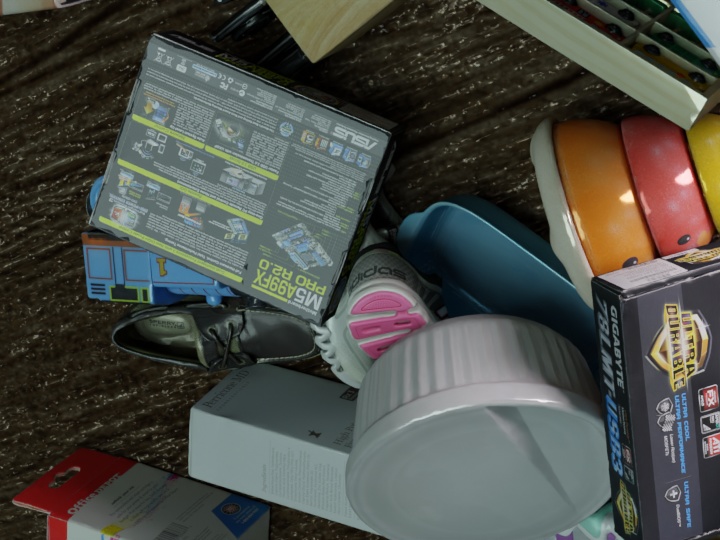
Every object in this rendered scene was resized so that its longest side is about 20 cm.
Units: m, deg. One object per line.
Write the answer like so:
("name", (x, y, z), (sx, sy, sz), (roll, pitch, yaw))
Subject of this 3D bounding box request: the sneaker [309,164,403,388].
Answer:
("sneaker", (0.000, 0.000, 1.405), (0.081, 0.075, 0.200), (-3, 110, 18))

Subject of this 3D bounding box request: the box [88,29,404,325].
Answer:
("box", (-0.087, -0.071, 1.340), (0.200, 0.044, 0.160), (23, 107, 9))

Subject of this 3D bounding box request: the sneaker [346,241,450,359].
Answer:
("sneaker", (0.047, 0.049, 1.359), (0.074, 0.088, 0.200), (-22, 136, 18))

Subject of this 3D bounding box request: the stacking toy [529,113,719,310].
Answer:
("stacking toy", (0.230, -0.064, 1.239), (0.200, 0.146, 0.146), (-18, 101, 16))

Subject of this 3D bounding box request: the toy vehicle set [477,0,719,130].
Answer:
("toy vehicle set", (0.163, -0.174, 1.214), (0.200, 0.124, 0.027), (33, 121, 11))

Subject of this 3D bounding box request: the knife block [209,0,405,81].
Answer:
("knife block", (-0.014, -0.195, 1.334), (0.200, 0.064, 0.176), (15, 117, 21))

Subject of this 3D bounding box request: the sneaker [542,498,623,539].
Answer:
("sneaker", (0.166, 0.228, 1.410), (0.200, 0.078, 0.140), (10, 116, 34))

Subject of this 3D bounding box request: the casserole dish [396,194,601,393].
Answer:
("casserole dish", (0.118, 0.017, 1.351), (0.200, 0.039, 0.121), (38, 140, 11))

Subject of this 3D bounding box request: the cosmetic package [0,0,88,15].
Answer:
("cosmetic package", (-0.305, -0.251, 1.439), (0.200, 0.103, 0.087), (-1, 109, 29))

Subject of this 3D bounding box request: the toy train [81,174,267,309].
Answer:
("toy train", (-0.136, -0.028, 1.445), (0.200, 0.087, 0.114), (2, 104, 28))

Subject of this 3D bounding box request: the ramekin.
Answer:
("ramekin", (0.088, 0.116, 1.300), (0.202, 0.094, 0.202), (-3, 141, -2))

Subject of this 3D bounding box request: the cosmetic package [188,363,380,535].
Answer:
("cosmetic package", (-0.032, 0.143, 1.456), (0.200, 0.102, 0.074), (15, 119, 20))

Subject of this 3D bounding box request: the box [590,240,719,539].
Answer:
("box", (0.264, 0.077, 1.235), (0.050, 0.198, 0.200), (-143, 42, -64))

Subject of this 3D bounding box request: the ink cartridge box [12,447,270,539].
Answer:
("ink cartridge box", (-0.194, 0.231, 1.568), (0.200, 0.116, 0.067), (15, 117, 22))

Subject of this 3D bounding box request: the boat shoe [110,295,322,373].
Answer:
("boat shoe", (-0.117, 0.056, 1.484), (0.200, 0.065, 0.073), (-1, 118, 30))

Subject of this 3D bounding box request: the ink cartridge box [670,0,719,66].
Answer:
("ink cartridge box", (0.269, -0.184, 1.111), (0.084, 0.200, 0.145), (-37, 91, 31))
